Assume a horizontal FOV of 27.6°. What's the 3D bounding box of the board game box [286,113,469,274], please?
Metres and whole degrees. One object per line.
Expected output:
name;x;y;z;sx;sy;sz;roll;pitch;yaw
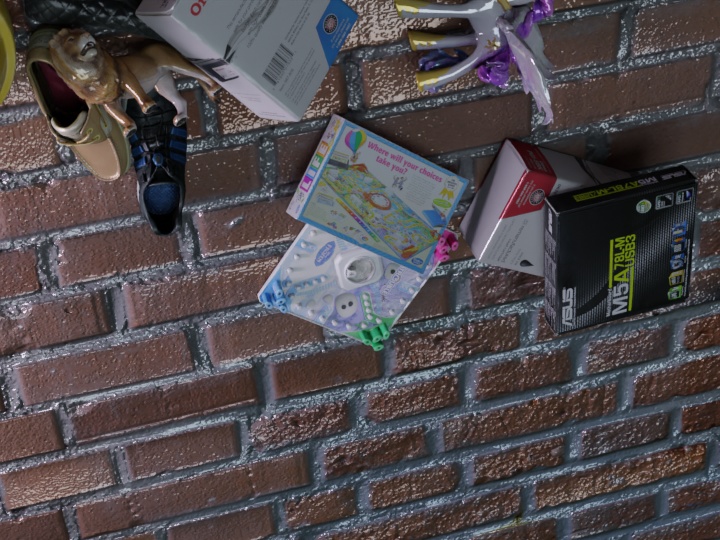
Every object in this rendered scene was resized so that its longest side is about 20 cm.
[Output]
board game box;0.023;-0.092;1.810;0.200;0.034;0.135;24;96;-31

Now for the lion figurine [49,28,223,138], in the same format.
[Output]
lion figurine;-0.244;-0.215;1.595;0.072;0.123;0.200;-47;165;28

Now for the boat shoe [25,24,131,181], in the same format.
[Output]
boat shoe;-0.320;-0.172;1.627;0.074;0.066;0.200;-12;127;19

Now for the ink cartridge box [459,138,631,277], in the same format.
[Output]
ink cartridge box;0.253;-0.070;1.898;0.200;0.083;0.147;12;120;-26

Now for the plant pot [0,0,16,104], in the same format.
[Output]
plant pot;-0.450;-0.200;1.496;0.200;0.189;0.201;-9;127;-12

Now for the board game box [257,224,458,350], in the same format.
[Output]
board game box;0.000;0.000;1.899;0.200;0.026;0.200;23;114;-31

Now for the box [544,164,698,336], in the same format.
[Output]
box;0.331;-0.025;1.876;0.193;0.048;0.200;-14;128;-13

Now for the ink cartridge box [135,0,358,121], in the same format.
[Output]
ink cartridge box;-0.121;-0.277;1.585;0.200;0.084;0.145;38;74;-35

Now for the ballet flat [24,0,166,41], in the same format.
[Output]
ballet flat;-0.264;-0.283;1.589;0.200;0.067;0.057;11;141;-20

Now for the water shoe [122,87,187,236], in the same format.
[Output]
water shoe;-0.228;-0.133;1.690;0.071;0.079;0.200;-12;127;-11

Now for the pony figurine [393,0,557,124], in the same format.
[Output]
pony figurine;0.156;-0.272;1.694;0.200;0.167;0.193;-13;121;9
